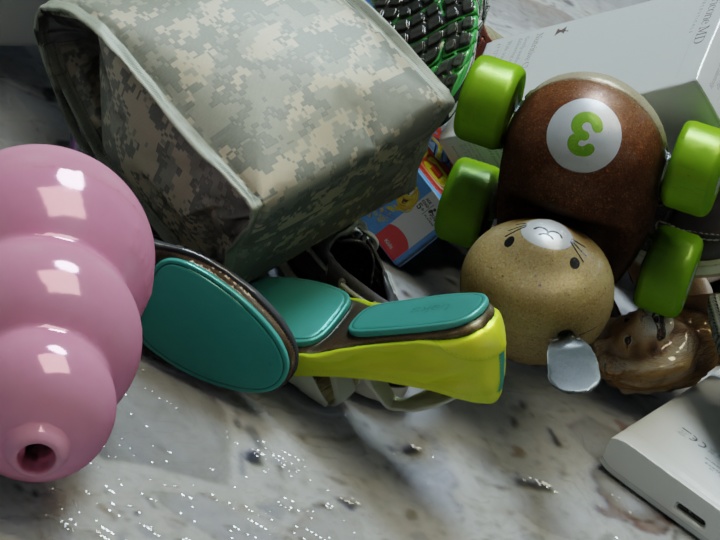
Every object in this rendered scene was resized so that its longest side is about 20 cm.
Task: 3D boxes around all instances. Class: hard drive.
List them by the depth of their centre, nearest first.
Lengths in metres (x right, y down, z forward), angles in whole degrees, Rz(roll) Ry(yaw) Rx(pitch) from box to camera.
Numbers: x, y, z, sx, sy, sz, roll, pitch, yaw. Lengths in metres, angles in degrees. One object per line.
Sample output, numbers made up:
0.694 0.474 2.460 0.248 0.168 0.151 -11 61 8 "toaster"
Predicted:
0.246 0.124 1.617 0.132 0.027 0.200 36 27 18 "hard drive"

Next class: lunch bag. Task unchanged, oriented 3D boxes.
-0.076 -0.109 1.511 0.164 0.118 0.200 -31 72 -32 "lunch bag"

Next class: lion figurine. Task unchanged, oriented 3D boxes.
0.210 0.015 1.700 0.122 0.073 0.200 -5 27 5 "lion figurine"

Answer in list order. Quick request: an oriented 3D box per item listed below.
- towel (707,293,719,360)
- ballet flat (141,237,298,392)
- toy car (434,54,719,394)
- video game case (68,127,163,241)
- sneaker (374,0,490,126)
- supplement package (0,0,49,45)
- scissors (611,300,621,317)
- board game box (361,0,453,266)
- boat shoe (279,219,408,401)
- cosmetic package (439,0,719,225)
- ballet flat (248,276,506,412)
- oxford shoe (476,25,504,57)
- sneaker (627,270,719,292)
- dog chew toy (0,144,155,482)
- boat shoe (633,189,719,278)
0.311 0.115 1.601 0.199 0.035 0.193 21 42 -33 "towel"
-0.122 0.003 1.439 0.199 0.073 0.073 23 25 -3 "ballet flat"
0.110 -0.009 1.526 0.163 0.158 0.200 19 41 10 "toy car"
-0.107 -0.111 1.577 0.142 0.019 0.201 13 72 -27 "video game case"
0.057 -0.165 1.713 0.201 0.078 0.085 -82 150 -43 "sneaker"
-0.197 -0.220 1.660 0.198 0.118 0.117 -1 30 -7 "supplement package"
0.127 -0.025 1.725 0.073 0.014 0.201 11 48 -37 "scissors"
0.014 -0.123 1.740 0.200 0.056 0.196 52 26 -2 "board game box"
0.000 0.000 1.567 0.072 0.063 0.200 15 28 -24 "boat shoe"
0.163 -0.107 1.650 0.081 0.199 0.113 54 41 -27 "cosmetic package"
-0.002 0.047 1.455 0.199 0.067 0.067 3 32 35 "ballet flat"
0.058 -0.168 1.925 0.074 0.071 0.200 34 5 30 "oxford shoe"
0.201 -0.033 1.797 0.199 0.060 0.105 27 39 -29 "sneaker"
-0.163 0.027 1.299 0.124 0.125 0.201 17 34 -20 "dog chew toy"
0.196 -0.045 1.673 0.072 0.065 0.200 -25 24 -24 "boat shoe"
